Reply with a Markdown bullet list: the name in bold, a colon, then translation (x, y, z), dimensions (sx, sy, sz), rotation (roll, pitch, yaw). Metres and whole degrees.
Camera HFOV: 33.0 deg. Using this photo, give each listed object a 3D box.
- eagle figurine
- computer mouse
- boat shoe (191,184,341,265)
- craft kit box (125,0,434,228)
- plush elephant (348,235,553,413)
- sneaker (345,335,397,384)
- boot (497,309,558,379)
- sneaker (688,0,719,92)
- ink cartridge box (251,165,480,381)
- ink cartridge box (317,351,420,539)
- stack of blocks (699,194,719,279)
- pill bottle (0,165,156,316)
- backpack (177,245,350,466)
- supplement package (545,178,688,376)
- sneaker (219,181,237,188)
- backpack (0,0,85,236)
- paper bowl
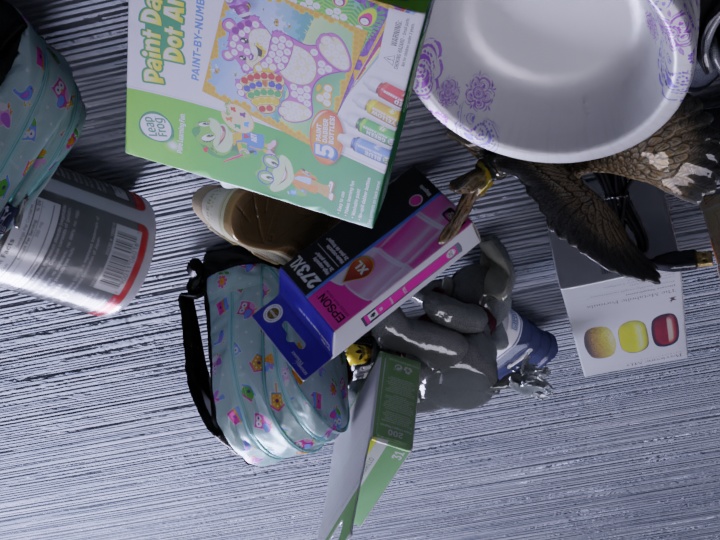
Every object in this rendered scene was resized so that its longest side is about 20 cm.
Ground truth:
- **eagle figurine**: translation (0.171, -0.080, 0.972), dimensions (0.151, 0.152, 0.200), rotation (-2, -170, -40)
- **computer mouse**: translation (0.303, -0.073, 1.043), dimensions (0.199, 0.141, 0.046), rotation (-11, -175, 7)
- **boat shoe**: translation (-0.071, -0.039, 1.113), dimensions (0.065, 0.072, 0.200), rotation (17, 179, 38)
- **craft kit box**: translation (-0.063, -0.137, 0.840), dimensions (0.197, 0.049, 0.200), rotation (19, 138, 5)
- **plush elephant**: translation (0.092, 0.050, 1.213), dimensions (0.199, 0.155, 0.165), rotation (4, 138, 0)
- **sneaker**: translation (0.031, 0.099, 1.344), dimensions (0.200, 0.070, 0.090), rotation (-26, 147, 33)
- **boot**: translation (0.126, 0.115, 1.383), dimensions (0.090, 0.073, 0.200), rotation (27, 135, -34)
- **sneaker**: translation (0.259, -0.171, 0.892), dimensions (0.075, 0.114, 0.200), rotation (-6, 149, 1)
- **ink cartridge box**: translation (0.000, 0.000, 1.066), dimensions (0.200, 0.095, 0.037), rotation (-39, 142, -4)
- **ink cartridge box**: translation (0.003, 0.194, 1.113), dimensions (0.048, 0.200, 0.146), rotation (17, 136, -9)
- **stack of blocks**: translation (0.368, -0.007, 1.099), dimensions (0.058, 0.201, 0.115), rotation (-26, 145, 30)
- **pill bottle**: translation (-0.283, -0.039, 1.019), dimensions (0.200, 0.114, 0.114), rotation (21, 140, -36)
- **backpack**: translation (-0.085, 0.084, 1.174), dimensions (0.126, 0.201, 0.167), rotation (-24, 144, 28)
- **supplement package**: translation (0.253, 0.008, 1.192), dimensions (0.113, 0.110, 0.200), rotation (-12, 149, 11)
- **sneaker**: translation (-0.056, -0.130, 0.944), dimensions (0.111, 0.073, 0.200), rotation (1, 147, -6)
- **backpack**: translation (-0.292, -0.093, 0.850), dimensions (0.166, 0.200, 0.127), rotation (25, 164, 25)
- **paper bowl**: translation (0.131, -0.177, 0.840), dimensions (0.200, 0.105, 0.201), rotation (9, 142, 7)
